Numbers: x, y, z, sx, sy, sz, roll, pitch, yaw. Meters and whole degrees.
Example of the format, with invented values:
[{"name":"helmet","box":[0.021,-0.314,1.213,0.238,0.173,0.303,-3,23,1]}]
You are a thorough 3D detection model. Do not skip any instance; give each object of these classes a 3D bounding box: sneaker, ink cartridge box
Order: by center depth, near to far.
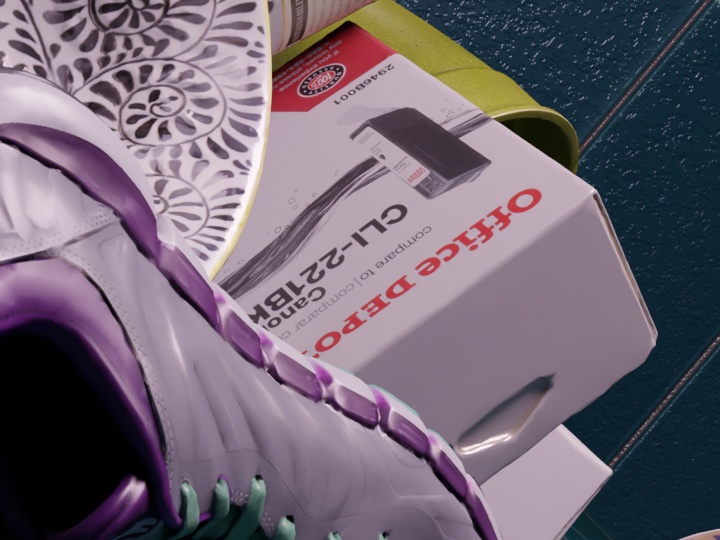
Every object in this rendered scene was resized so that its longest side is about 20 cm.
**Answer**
[{"name":"sneaker","box":[-0.039,0.051,0.446,0.200,0.074,0.088,44,28,-27]},{"name":"ink cartridge box","box":[0.000,0.000,0.827,0.200,0.144,0.084,42,-16,51]},{"name":"ink cartridge box","box":[0.048,0.083,1.253,0.200,0.085,0.145,42,1,0]}]

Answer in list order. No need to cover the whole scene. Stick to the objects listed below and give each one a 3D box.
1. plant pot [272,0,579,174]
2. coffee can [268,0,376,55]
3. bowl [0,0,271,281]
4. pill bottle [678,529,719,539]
[{"name":"plant pot","box":[-0.024,-0.069,1.068,0.193,0.200,0.200,49,4,25]},{"name":"coffee can","box":[-0.075,-0.149,0.861,0.147,0.199,0.147,52,-18,25]},{"name":"bowl","box":[-0.116,-0.074,0.538,0.094,0.202,0.201,-12,-33,31]},{"name":"pill bottle","box":[0.123,0.141,0.585,0.116,0.116,0.200,41,0,1]}]
